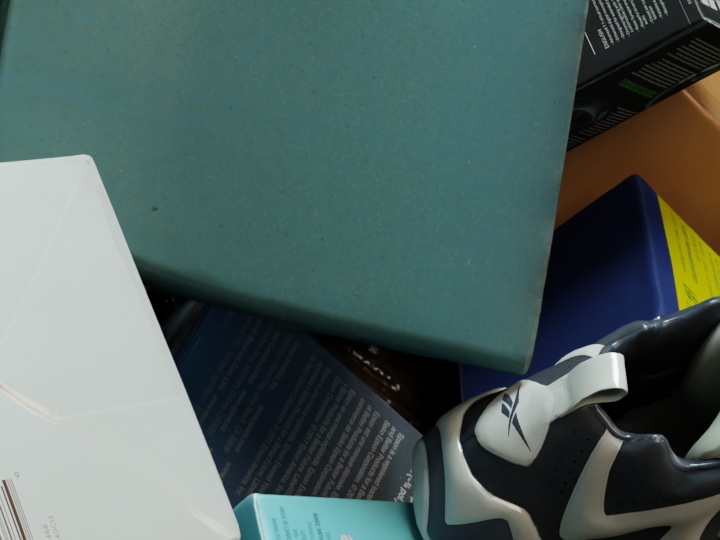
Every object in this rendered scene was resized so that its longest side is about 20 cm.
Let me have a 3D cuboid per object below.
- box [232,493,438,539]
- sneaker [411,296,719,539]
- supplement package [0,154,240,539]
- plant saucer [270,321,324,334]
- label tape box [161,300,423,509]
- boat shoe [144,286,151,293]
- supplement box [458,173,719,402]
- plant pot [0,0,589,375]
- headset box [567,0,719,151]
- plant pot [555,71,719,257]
[{"bbox_3d":[0.022,0.125,1.000,0.199,0.082,0.049,7,58,-39],"label":"box"},{"bbox_3d":[0.130,0.073,0.973,0.198,0.129,0.080,23,48,-27],"label":"sneaker"},{"bbox_3d":[-0.185,0.078,0.868,0.190,0.200,0.148,-7,67,-41],"label":"supplement package"},{"bbox_3d":[0.000,0.000,1.154,0.070,0.019,0.200,58,22,17],"label":"plant saucer"},{"bbox_3d":[-0.020,0.119,1.075,0.200,0.063,0.144,42,44,-11],"label":"label tape box"},{"bbox_3d":[-0.103,-0.029,1.100,0.066,0.074,0.200,46,43,-12],"label":"boat shoe"},{"bbox_3d":[0.144,0.078,1.161,0.200,0.109,0.109,42,25,-25],"label":"supplement box"},{"bbox_3d":[-0.039,-0.050,0.978,0.199,0.141,0.142,9,89,-13],"label":"plant pot"},{"bbox_3d":[0.038,-0.127,1.133,0.175,0.199,0.093,66,19,13],"label":"headset box"},{"bbox_3d":[0.118,-0.068,1.237,0.200,0.140,0.201,31,39,-28],"label":"plant pot"}]
